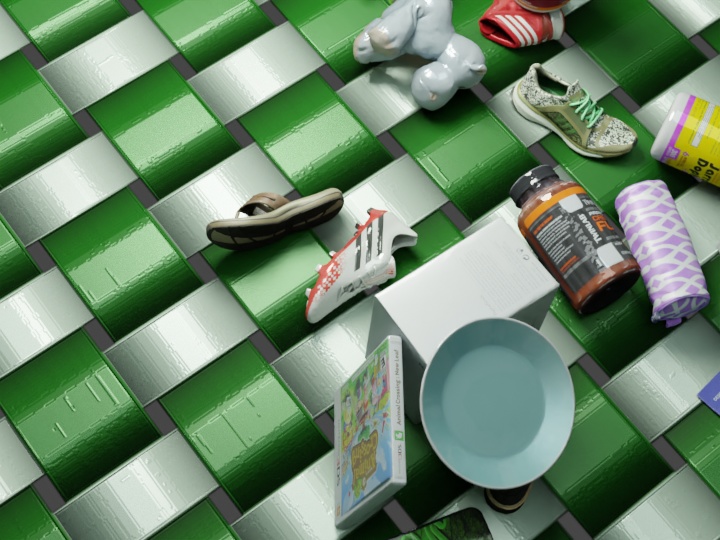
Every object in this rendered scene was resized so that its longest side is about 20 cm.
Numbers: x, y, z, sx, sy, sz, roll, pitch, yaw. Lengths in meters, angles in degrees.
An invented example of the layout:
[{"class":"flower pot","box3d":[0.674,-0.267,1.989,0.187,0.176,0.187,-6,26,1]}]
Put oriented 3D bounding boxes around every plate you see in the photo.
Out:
[{"class":"plate","box3d":[0.158,0.154,1.490,0.200,0.026,0.201,3,81,-19]}]

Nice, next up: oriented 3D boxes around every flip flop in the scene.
[{"class":"flip flop","box3d":[-0.119,-0.081,1.741,0.200,0.081,0.058,-20,71,-17]}]

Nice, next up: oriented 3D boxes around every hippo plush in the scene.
[{"class":"hippo plush","box3d":[0.105,-0.327,1.866,0.200,0.159,0.161,-40,103,-5]}]

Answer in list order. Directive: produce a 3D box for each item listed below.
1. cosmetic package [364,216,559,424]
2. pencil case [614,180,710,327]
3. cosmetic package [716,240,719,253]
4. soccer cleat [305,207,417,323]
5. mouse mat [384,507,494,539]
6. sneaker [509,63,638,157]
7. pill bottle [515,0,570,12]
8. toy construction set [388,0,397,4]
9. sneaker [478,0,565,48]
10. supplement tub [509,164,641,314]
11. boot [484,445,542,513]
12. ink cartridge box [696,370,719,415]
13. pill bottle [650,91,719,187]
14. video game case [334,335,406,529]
[{"class":"cosmetic package","box3d":[0.121,0.066,1.615,0.200,0.199,0.123,-33,70,-18]},{"class":"pencil case","box3d":[0.411,-0.025,1.742,0.084,0.086,0.200,-10,65,-4]},{"class":"cosmetic package","box3d":[0.611,-0.035,1.767,0.200,0.071,0.102,-16,65,-12]},{"class":"soccer cleat","box3d":[0.000,0.000,1.717,0.085,0.069,0.200,30,61,16]},{"class":"mouse mat","box3d":[0.112,0.403,1.556,0.161,0.008,0.200,-19,65,-12]},{"class":"sneaker","box3d":[0.310,-0.233,1.837,0.200,0.089,0.077,29,65,10]},{"class":"pill bottle","box3d":[0.271,-0.458,1.812,0.113,0.200,0.113,0,76,0]},{"class":"toy construction set","box3d":[0.079,-0.489,1.956,0.131,0.092,0.200,37,78,14]},{"class":"sneaker","box3d":[0.221,-0.426,1.935,0.115,0.078,0.200,-18,65,-13]},{"class":"supplement tub","box3d":[0.285,-0.047,1.734,0.107,0.107,0.200,-27,69,-16]},{"class":"boot","box3d":[0.214,0.192,1.593,0.077,0.138,0.200,13,63,3]},{"class":"ink cartridge box","box3d":[0.585,0.166,1.682,0.198,0.047,0.200,-40,75,-19]},{"class":"pill bottle","box3d":[0.522,-0.170,1.810,0.200,0.104,0.104,25,65,9]},{"class":"video game case","box3d":[0.008,0.199,1.545,0.022,0.200,0.182,8,62,-18]}]
